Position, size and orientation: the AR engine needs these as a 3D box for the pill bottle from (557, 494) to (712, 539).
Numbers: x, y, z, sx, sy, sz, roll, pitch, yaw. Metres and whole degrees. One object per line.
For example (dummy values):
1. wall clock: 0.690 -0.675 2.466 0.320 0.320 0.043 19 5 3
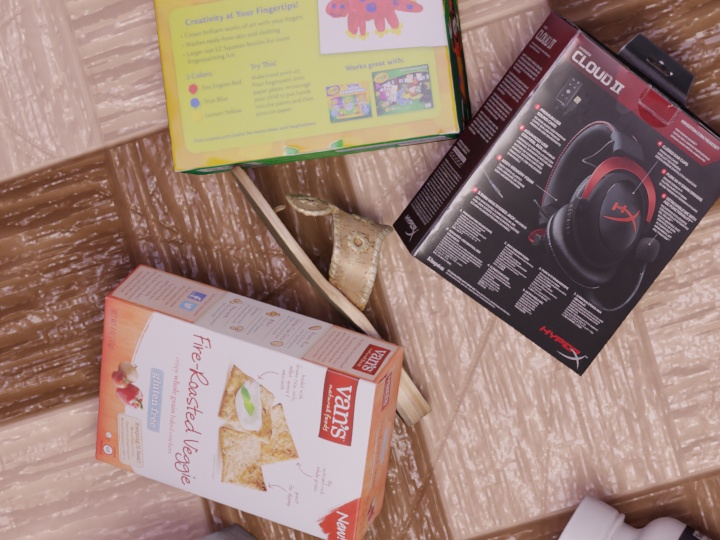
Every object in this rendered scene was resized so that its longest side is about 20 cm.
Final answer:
1. pill bottle: 0.213 0.230 1.472 0.199 0.111 0.112 30 96 11

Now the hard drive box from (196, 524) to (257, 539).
1. hard drive box: -0.123 0.260 1.502 0.077 0.200 0.156 36 98 10

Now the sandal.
1. sandal: -0.001 0.000 1.542 0.069 0.078 0.212 -35 94 -4

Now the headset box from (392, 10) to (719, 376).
1. headset box: 0.141 -0.058 1.479 0.148 0.075 0.201 34 98 -17

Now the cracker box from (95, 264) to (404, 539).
1. cracker box: -0.077 0.091 1.531 0.199 0.058 0.135 16 121 16

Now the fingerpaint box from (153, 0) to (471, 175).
1. fingerpaint box: -0.033 -0.161 1.546 0.198 0.073 0.168 -8 89 12
